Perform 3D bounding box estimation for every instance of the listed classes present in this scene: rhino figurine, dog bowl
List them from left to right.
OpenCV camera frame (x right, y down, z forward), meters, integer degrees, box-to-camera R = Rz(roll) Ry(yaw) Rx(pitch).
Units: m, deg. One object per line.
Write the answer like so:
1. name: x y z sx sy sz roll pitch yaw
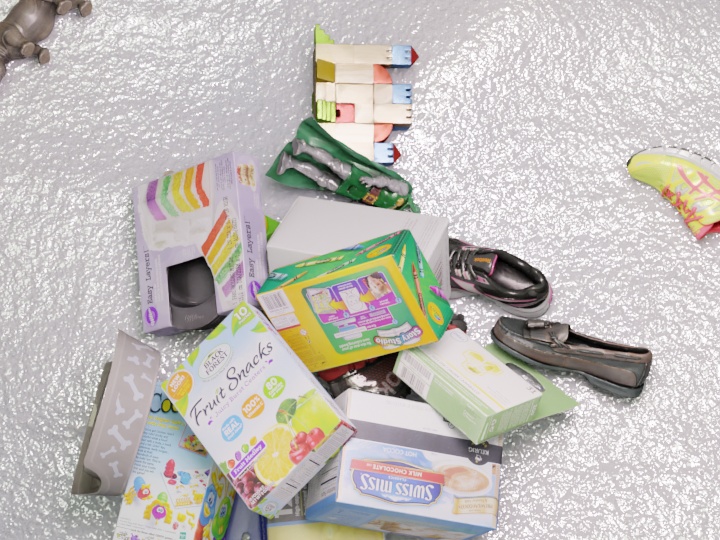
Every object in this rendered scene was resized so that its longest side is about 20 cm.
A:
1. rhino figurine: -0.453 -0.308 1.865 0.087 0.060 0.200 35 79 31
2. dog bowl: -0.288 0.174 1.661 0.058 0.200 0.203 16 75 -12

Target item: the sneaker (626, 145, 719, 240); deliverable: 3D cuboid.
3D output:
1. sneaker: 0.422 -0.088 1.754 0.198 0.078 0.091 23 79 8

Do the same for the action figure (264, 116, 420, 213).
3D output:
1. action figure: -0.007 -0.109 1.760 0.198 0.118 0.055 22 49 -23

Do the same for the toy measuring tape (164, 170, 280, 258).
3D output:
1. toy measuring tape: -0.182 -0.062 1.780 0.198 0.074 0.074 27 77 17

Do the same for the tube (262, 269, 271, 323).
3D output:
1. tube: -0.139 0.069 1.755 0.058 0.052 0.203 19 59 -36

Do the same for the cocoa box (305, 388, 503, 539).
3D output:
1. cocoa box: 0.050 0.231 1.622 0.197 0.133 0.133 12 69 -15

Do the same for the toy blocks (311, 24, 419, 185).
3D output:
1. toy blocks: 0.007 -0.210 1.807 0.135 0.100 0.203 0 85 -6

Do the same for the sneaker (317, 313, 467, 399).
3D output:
1. sneaker: 0.047 0.117 1.721 0.198 0.071 0.099 -21 92 -15

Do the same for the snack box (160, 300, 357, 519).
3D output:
1. snack box: -0.117 0.154 1.572 0.142 0.053 0.200 -44 59 3

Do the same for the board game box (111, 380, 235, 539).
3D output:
1. board game box: -0.209 0.248 1.670 0.103 0.103 0.203 9 75 17

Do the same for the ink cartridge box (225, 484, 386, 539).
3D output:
1. ink cartridge box: -0.066 0.331 1.680 0.197 0.047 0.200 -6 74 -1

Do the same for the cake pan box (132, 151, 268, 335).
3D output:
1. cake pan box: -0.198 -0.026 1.728 0.183 0.052 0.203 -14 76 38

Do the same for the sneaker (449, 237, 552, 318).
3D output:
1. sneaker: 0.145 -0.006 1.739 0.197 0.086 0.081 12 74 7

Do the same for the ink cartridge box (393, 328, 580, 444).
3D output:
1. ink cartridge box: 0.155 0.123 1.638 0.199 0.048 0.145 -14 41 -43

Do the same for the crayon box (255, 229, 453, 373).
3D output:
1. crayon box: -0.008 0.039 1.605 0.198 0.058 0.120 -16 116 32

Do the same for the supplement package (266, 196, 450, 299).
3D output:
1. supplement package: 0.000 0.000 1.690 0.197 0.118 0.118 10 39 17

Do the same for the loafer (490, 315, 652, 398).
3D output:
1. loafer: 0.259 0.089 1.709 0.198 0.072 0.063 21 119 2
